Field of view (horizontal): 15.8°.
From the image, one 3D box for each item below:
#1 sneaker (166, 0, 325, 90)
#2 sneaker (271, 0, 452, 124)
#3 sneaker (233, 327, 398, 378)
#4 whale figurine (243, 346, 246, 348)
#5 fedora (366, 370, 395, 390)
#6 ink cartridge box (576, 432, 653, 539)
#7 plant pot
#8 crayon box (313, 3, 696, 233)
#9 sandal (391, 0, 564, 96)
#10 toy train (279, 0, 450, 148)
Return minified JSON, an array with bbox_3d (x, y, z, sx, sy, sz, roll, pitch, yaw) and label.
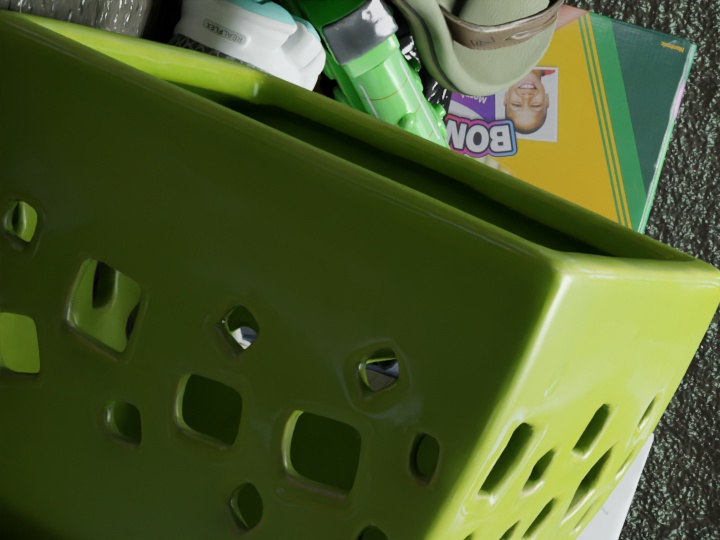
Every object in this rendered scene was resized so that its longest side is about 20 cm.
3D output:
[{"bbox_3d":[-0.057,-0.039,1.053,0.092,0.077,0.200,-63,164,-16],"label":"sneaker"},{"bbox_3d":[-0.006,-0.115,1.131,0.060,0.104,0.201,-40,147,-71],"label":"sneaker"},{"bbox_3d":[0.000,0.000,1.015,0.200,0.079,0.079,4,102,-74],"label":"sneaker"},{"bbox_3d":[-0.093,0.087,0.996,0.200,0.103,0.160,49,53,-54],"label":"whale figurine"},{"bbox_3d":[-0.038,0.045,1.183,0.201,0.082,0.201,-44,-171,8],"label":"fedora"},{"bbox_3d":[0.024,0.144,1.055,0.145,0.087,0.201,-45,-168,47],"label":"ink cartridge box"},{"bbox_3d":[-0.026,0.044,0.801,0.183,0.199,0.199,-68,160,8],"label":"plant pot"},{"bbox_3d":[0.042,-0.074,1.195,0.058,0.199,0.120,-35,141,-86],"label":"crayon box"},{"bbox_3d":[0.052,-0.117,1.022,0.201,0.057,0.080,30,68,-72],"label":"sandal"},{"bbox_3d":[-0.005,-0.098,1.026,0.056,0.042,0.200,53,-5,47],"label":"toy train"}]
